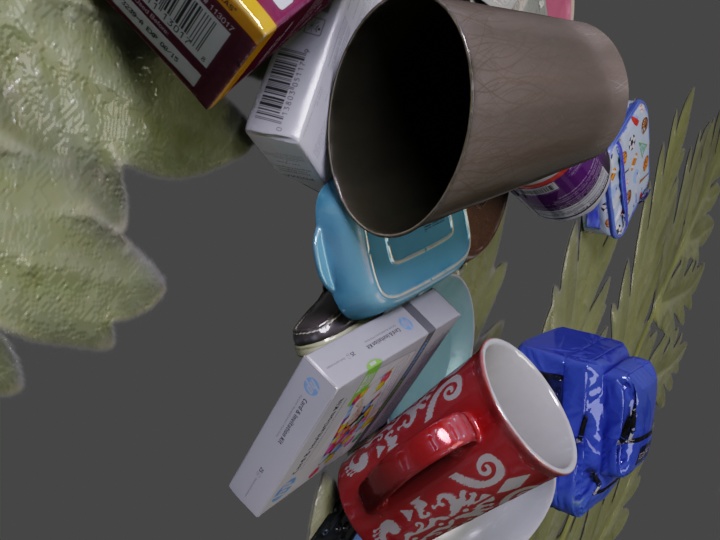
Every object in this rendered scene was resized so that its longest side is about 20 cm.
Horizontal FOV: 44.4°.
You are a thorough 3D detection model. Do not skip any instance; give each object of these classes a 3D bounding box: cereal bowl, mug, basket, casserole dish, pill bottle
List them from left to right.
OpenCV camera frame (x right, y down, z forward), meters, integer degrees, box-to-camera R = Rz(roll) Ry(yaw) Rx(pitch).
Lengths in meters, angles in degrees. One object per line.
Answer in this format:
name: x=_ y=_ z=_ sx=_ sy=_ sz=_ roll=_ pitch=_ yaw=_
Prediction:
casserole dish: x=0.037 y=-0.035 z=0.743 sx=0.199 sy=0.038 sz=0.123 roll=-26 pitch=108 yaw=-49
mug: x=0.068 y=0.164 z=0.813 sx=0.176 sy=0.199 sz=0.135 roll=31 pitch=33 yaw=-35
cereal bowl: x=0.115 y=0.249 z=0.989 sx=0.197 sy=0.083 sz=0.203 roll=-15 pitch=126 yaw=-21
basket: x=0.096 y=-0.122 z=0.661 sx=0.198 sy=0.137 sz=0.181 roll=-15 pitch=146 yaw=-37
pill bottle: x=0.208 y=-0.123 z=0.964 sx=0.199 sy=0.111 sz=0.114 roll=25 pitch=79 yaw=-59

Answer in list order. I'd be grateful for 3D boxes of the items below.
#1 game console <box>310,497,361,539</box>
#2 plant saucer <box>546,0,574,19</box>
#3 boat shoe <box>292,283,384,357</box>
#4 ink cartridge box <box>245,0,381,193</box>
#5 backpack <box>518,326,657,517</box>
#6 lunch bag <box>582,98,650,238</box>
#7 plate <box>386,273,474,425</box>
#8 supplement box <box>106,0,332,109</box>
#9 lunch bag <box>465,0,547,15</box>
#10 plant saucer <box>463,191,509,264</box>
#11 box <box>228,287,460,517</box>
game console: x=0.020 y=0.338 z=0.877 sx=0.176 sy=0.115 sz=0.202 roll=-48 pitch=139 yaw=-39
plant saucer: x=0.196 y=-0.288 z=1.010 sx=0.200 sy=0.050 sz=0.204 roll=-27 pitch=122 yaw=-53
boat shoe: x=0.000 y=0.000 z=0.781 sx=0.200 sy=0.072 sz=0.065 roll=-45 pitch=116 yaw=-42
ink cartridge box: x=-0.021 y=-0.145 z=0.727 sx=0.200 sy=0.056 sz=0.165 roll=61 pitch=46 yaw=-75
backpack: x=0.260 y=0.191 z=1.062 sx=0.161 sy=0.166 sz=0.204 roll=-7 pitch=107 yaw=-50
lunch bag: x=0.388 y=-0.151 z=1.355 sx=0.161 sy=0.075 sz=0.202 roll=-54 pitch=141 yaw=-30
plate: x=0.071 y=0.100 z=0.966 sx=0.199 sy=0.025 sz=0.204 roll=-26 pitch=122 yaw=-52
supplement box: x=-0.057 y=-0.209 z=0.543 sx=0.110 sy=0.085 sz=0.201 roll=46 pitch=52 yaw=-9
lunch bag: x=0.098 y=-0.245 z=0.793 sx=0.165 sy=0.116 sz=0.202 roll=-63 pitch=146 yaw=-39
plant saucer: x=0.122 y=-0.098 z=0.972 sx=0.199 sy=0.034 sz=0.204 roll=-26 pitch=121 yaw=-53
box: x=-0.009 y=0.106 z=0.754 sx=0.199 sy=0.041 sz=0.157 roll=-22 pitch=148 yaw=-54
